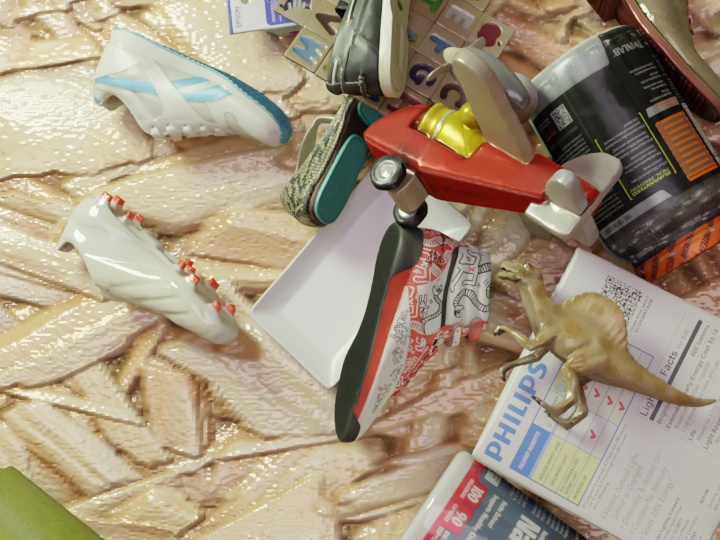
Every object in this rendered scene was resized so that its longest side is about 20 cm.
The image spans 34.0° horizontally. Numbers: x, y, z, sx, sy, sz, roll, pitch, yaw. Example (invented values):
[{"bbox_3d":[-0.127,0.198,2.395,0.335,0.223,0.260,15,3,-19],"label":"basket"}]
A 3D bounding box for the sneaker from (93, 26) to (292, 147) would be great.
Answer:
[{"bbox_3d":[-0.155,-0.153,1.094,0.198,0.076,0.082,25,96,14],"label":"sneaker"}]

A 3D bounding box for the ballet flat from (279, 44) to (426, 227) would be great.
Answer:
[{"bbox_3d":[-0.010,-0.132,1.075,0.075,0.068,0.201,28,80,39],"label":"ballet flat"}]

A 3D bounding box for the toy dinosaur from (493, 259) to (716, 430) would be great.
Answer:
[{"bbox_3d":[0.175,0.071,0.912,0.199,0.058,0.101,38,88,9],"label":"toy dinosaur"}]

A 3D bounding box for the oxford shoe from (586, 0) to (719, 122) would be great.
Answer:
[{"bbox_3d":[0.274,-0.224,1.051,0.074,0.070,0.201,-36,83,-4],"label":"oxford shoe"}]

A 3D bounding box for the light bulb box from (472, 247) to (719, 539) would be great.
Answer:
[{"bbox_3d":[0.225,0.116,0.993,0.199,0.125,0.200,28,88,9],"label":"light bulb box"}]

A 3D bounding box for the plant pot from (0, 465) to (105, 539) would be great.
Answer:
[{"bbox_3d":[-0.294,0.276,1.016,0.184,0.200,0.201,39,90,20],"label":"plant pot"}]

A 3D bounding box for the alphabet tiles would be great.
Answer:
[{"bbox_3d":[0.030,-0.224,1.055,0.199,0.006,0.167,31,74,8],"label":"alphabet tiles"}]

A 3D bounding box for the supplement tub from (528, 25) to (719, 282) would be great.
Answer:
[{"bbox_3d":[0.235,-0.097,1.015,0.122,0.123,0.201,-29,82,3],"label":"supplement tub"}]

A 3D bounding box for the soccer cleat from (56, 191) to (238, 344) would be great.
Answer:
[{"bbox_3d":[-0.195,0.011,1.084,0.200,0.069,0.078,41,95,15],"label":"soccer cleat"}]

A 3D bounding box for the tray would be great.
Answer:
[{"bbox_3d":[0.000,0.000,1.082,0.107,0.022,0.200,41,90,8],"label":"tray"}]

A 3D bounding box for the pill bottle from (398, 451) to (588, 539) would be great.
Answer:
[{"bbox_3d":[0.133,0.257,0.994,0.199,0.120,0.120,35,89,8],"label":"pill bottle"}]

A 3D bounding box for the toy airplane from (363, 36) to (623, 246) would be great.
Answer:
[{"bbox_3d":[0.119,-0.099,0.958,0.198,0.200,0.142,28,69,-14],"label":"toy airplane"}]

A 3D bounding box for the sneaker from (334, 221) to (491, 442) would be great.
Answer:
[{"bbox_3d":[0.051,0.066,1.040,0.107,0.067,0.204,14,98,-19],"label":"sneaker"}]

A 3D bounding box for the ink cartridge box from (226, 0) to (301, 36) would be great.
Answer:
[{"bbox_3d":[-0.028,-0.276,1.106,0.197,0.037,0.096,-7,84,3],"label":"ink cartridge box"}]

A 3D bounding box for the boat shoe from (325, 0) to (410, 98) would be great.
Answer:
[{"bbox_3d":[0.008,-0.242,1.022,0.067,0.072,0.202,-2,67,20],"label":"boat shoe"}]
